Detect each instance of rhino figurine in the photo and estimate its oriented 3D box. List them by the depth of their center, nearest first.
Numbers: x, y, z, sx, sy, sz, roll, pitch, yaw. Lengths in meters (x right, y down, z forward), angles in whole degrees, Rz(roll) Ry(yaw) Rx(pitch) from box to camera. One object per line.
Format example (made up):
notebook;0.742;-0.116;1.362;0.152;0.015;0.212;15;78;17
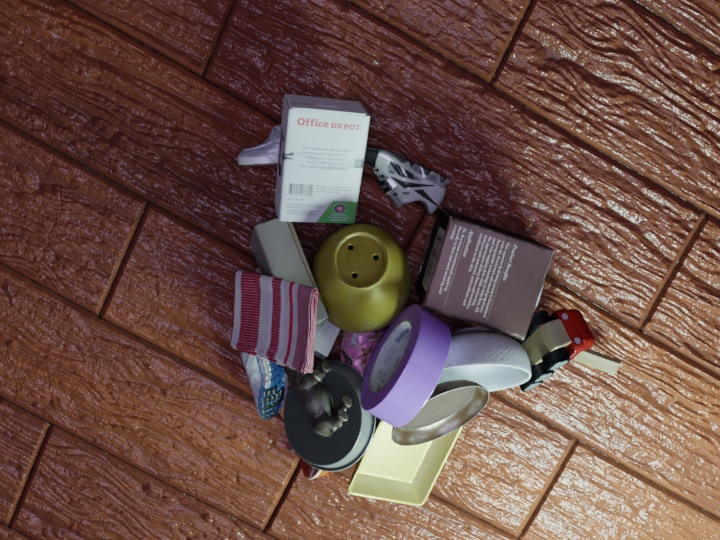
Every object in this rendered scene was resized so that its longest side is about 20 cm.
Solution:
rhino figurine;-0.090;0.209;1.168;0.088;0.059;0.202;-49;62;30

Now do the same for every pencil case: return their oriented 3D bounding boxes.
pencil case;0.004;0.198;1.251;0.084;0.082;0.207;10;102;33

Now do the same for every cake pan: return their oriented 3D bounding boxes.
cake pan;-0.066;0.272;1.202;0.194;0.037;0.208;-5;80;25

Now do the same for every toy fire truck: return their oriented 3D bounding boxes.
toy fire truck;0.394;0.147;1.199;0.194;0.177;0.132;-15;65;-19

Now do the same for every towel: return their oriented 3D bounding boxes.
towel;-0.156;0.085;1.115;0.196;0.022;0.149;12;101;36

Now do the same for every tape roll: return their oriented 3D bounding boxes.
tape roll;0.076;0.164;1.118;0.064;0.200;0.203;29;99;-11

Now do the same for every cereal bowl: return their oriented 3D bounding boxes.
cereal bowl;0.209;0.159;1.166;0.193;0.201;0.086;-1;65;1

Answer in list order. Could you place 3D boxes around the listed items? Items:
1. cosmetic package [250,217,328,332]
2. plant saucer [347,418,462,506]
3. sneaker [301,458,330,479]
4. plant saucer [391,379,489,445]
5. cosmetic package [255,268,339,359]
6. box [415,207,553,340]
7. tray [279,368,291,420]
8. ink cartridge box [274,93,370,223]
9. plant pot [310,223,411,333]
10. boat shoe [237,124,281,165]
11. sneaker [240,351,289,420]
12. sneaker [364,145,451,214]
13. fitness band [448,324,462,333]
cosmetic package;-0.133;0.016;1.172;0.071;0.104;0.205;-20;81;-19
plant saucer;0.083;0.355;1.265;0.196;0.048;0.205;21;100;-30
sneaker;-0.041;0.344;1.256;0.199;0.076;0.075;-40;62;36
plant saucer;0.141;0.255;1.166;0.196;0.201;0.033;-27;55;4
cosmetic package;-0.135;0.085;1.233;0.196;0.051;0.084;31;70;-4
box;0.217;0.000;1.171;0.194;0.164;0.171;18;99;-3
tray;-0.137;0.230;1.280;0.097;0.037;0.203;-30;97;5
ink cartridge box;-0.070;-0.193;1.125;0.141;0.085;0.205;2;120;-16
plant pot;0.000;0.000;1.150;0.193;0.142;0.207;0;77;1
boat shoe;-0.133;-0.236;1.181;0.193;0.072;0.071;-9;97;3
sneaker;-0.191;0.188;1.230;0.085;0.074;0.207;14;114;35
sneaker;0.065;-0.167;1.189;0.195;0.074;0.091;24;98;-3
fitness band;0.146;0.177;1.254;0.194;0.037;0.148;15;97;-14
